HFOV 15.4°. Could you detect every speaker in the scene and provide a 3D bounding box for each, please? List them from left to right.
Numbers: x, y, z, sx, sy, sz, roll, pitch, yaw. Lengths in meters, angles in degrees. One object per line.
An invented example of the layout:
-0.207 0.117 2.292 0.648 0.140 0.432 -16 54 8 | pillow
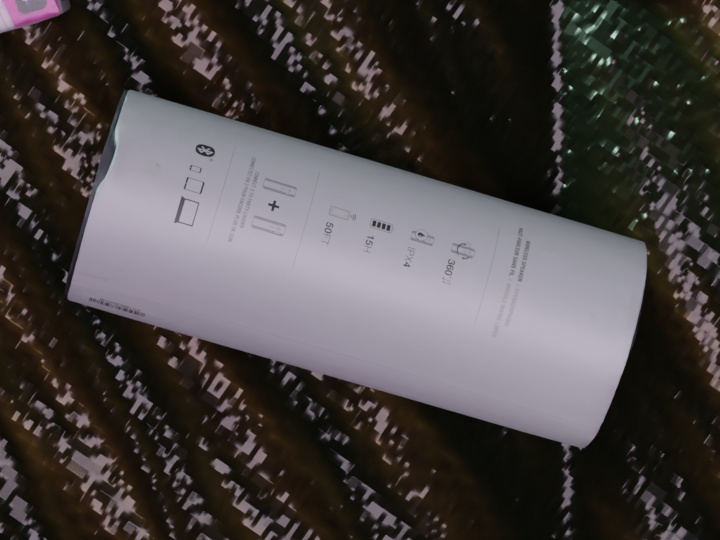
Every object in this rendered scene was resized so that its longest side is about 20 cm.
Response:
0.000 0.000 0.961 0.200 0.081 0.081 16 98 -4 | speaker

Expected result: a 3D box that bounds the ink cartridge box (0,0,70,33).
-0.213 -0.111 0.962 0.200 0.037 0.095 -16 99 3 | ink cartridge box
